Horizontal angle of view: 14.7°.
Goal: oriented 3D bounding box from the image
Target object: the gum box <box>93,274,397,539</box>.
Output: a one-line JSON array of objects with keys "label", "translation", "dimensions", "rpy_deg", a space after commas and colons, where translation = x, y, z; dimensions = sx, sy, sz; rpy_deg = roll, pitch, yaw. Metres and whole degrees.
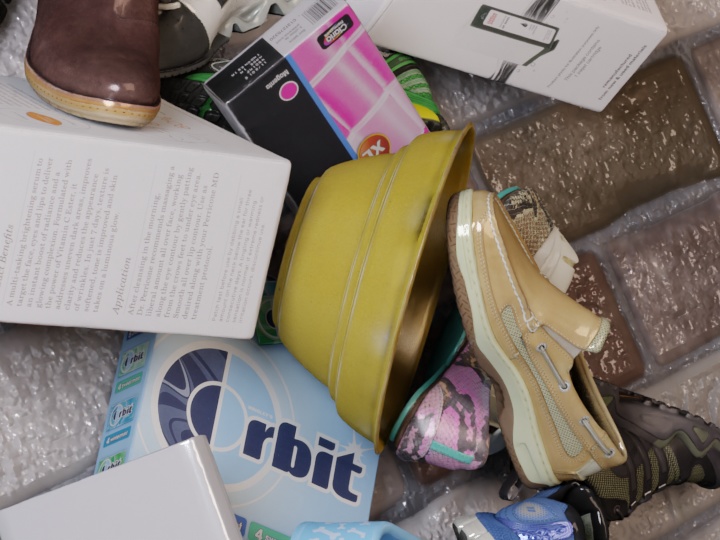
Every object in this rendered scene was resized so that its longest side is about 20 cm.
[{"label": "gum box", "translation": [-0.068, 0.102, 1.650], "dimensions": [0.170, 0.045, 0.201], "rpy_deg": [26, 59, -28]}]

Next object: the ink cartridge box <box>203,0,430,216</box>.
[{"label": "ink cartridge box", "translation": [-0.009, -0.072, 1.684], "dimensions": [0.095, 0.037, 0.200], "rpy_deg": [-40, 135, -6]}]

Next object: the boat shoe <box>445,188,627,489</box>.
[{"label": "boat shoe", "translation": [0.107, 0.035, 1.614], "dimensions": [0.072, 0.076, 0.200], "rpy_deg": [-75, 149, -51]}]

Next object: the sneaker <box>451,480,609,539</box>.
[{"label": "sneaker", "translation": [0.108, 0.174, 1.680], "dimensions": [0.089, 0.200, 0.079], "rpy_deg": [-18, 81, 0]}]

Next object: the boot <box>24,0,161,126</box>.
[{"label": "boot", "translation": [-0.137, -0.183, 1.535], "dimensions": [0.072, 0.200, 0.167], "rpy_deg": [8, 114, -19]}]

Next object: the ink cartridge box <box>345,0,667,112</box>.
[{"label": "ink cartridge box", "translation": [0.081, -0.200, 1.812], "dimensions": [0.200, 0.084, 0.146], "rpy_deg": [14, 41, -32]}]

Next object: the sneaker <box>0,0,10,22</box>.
[{"label": "sneaker", "translation": [-0.238, -0.198, 1.603], "dimensions": [0.089, 0.079, 0.201], "rpy_deg": [17, 72, 5]}]

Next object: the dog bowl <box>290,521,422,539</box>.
[{"label": "dog bowl", "translation": [0.020, 0.202, 1.600], "dimensions": [0.200, 0.049, 0.112], "rpy_deg": [38, 41, -62]}]

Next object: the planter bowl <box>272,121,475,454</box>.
[{"label": "planter bowl", "translation": [0.000, 0.000, 1.627], "dimensions": [0.083, 0.201, 0.201], "rpy_deg": [15, 60, 6]}]

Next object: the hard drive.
[{"label": "hard drive", "translation": [-0.110, 0.205, 1.531], "dimensions": [0.201, 0.132, 0.027], "rpy_deg": [70, 20, 3]}]

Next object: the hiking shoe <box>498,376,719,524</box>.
[{"label": "hiking shoe", "translation": [0.160, 0.126, 1.812], "dimensions": [0.200, 0.076, 0.101], "rpy_deg": [20, 89, -41]}]

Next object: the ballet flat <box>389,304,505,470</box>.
[{"label": "ballet flat", "translation": [0.069, 0.076, 1.706], "dimensions": [0.071, 0.069, 0.200], "rpy_deg": [30, 22, 0]}]

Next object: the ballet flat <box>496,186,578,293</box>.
[{"label": "ballet flat", "translation": [0.098, -0.010, 1.725], "dimensions": [0.075, 0.200, 0.068], "rpy_deg": [37, 86, 0]}]

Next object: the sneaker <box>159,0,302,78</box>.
[{"label": "sneaker", "translation": [-0.103, -0.178, 1.683], "dimensions": [0.200, 0.074, 0.089], "rpy_deg": [-38, 132, -47]}]

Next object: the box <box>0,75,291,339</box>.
[{"label": "box", "translation": [-0.167, -0.038, 1.533], "dimensions": [0.200, 0.152, 0.107], "rpy_deg": [5, 104, -35]}]

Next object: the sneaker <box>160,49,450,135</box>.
[{"label": "sneaker", "translation": [-0.043, -0.107, 1.733], "dimensions": [0.200, 0.078, 0.085], "rpy_deg": [3, 55, -37]}]
